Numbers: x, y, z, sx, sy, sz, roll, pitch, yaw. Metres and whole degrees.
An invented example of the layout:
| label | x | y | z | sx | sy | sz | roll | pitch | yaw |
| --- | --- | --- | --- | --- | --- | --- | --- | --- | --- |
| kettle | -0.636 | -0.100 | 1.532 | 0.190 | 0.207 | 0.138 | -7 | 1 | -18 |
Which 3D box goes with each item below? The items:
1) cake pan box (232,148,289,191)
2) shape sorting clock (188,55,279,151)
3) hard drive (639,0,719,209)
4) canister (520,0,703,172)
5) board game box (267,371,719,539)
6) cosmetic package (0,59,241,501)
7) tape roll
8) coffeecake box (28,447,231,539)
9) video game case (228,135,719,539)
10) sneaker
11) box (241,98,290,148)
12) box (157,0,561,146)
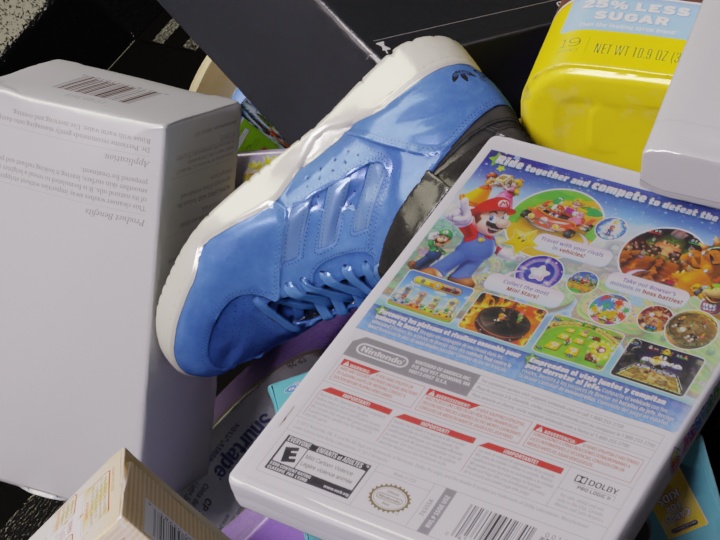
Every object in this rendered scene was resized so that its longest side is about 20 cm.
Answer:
| label | x | y | z | sx | sy | sz | roll | pitch | yaw |
| --- | --- | --- | --- | --- | --- | --- | --- | --- | --- |
| cake pan box | -0.063 | -0.019 | 1.057 | 0.184 | 0.200 | 0.052 | 0 | 80 | 27 |
| shape sorting clock | -0.048 | -0.096 | 1.286 | 0.039 | 0.200 | 0.200 | 27 | 72 | 43 |
| hard drive | 0.203 | -0.091 | 0.783 | 0.027 | 0.132 | 0.200 | 87 | -157 | -45 |
| canister | 0.167 | -0.120 | 0.895 | 0.148 | 0.087 | 0.200 | 11 | 47 | 16 |
| board game box | 0.047 | 0.076 | 0.788 | 0.151 | 0.047 | 0.200 | -20 | 19 | -1 |
| cosmetic package | -0.130 | 0.009 | 0.941 | 0.081 | 0.113 | 0.201 | -30 | -49 | -61 |
| tape roll | -0.040 | 0.113 | 0.987 | 0.200 | 0.066 | 0.200 | -42 | 18 | 17 |
| coffeecake box | -0.113 | 0.202 | 0.806 | 0.200 | 0.153 | 0.073 | -45 | 17 | 9 |
| video game case | 0.063 | 0.033 | 0.719 | 0.143 | 0.018 | 0.200 | 17 | 53 | 30 |
| sneaker | -0.001 | 0.000 | 0.858 | 0.200 | 0.077 | 0.111 | -43 | 56 | 10 |
| box | 0.006 | -0.085 | 1.137 | 0.040 | 0.137 | 0.200 | -53 | 6 | -14 |
| box | 0.016 | -0.137 | 0.977 | 0.200 | 0.141 | 0.079 | -19 | -33 | -46 |
